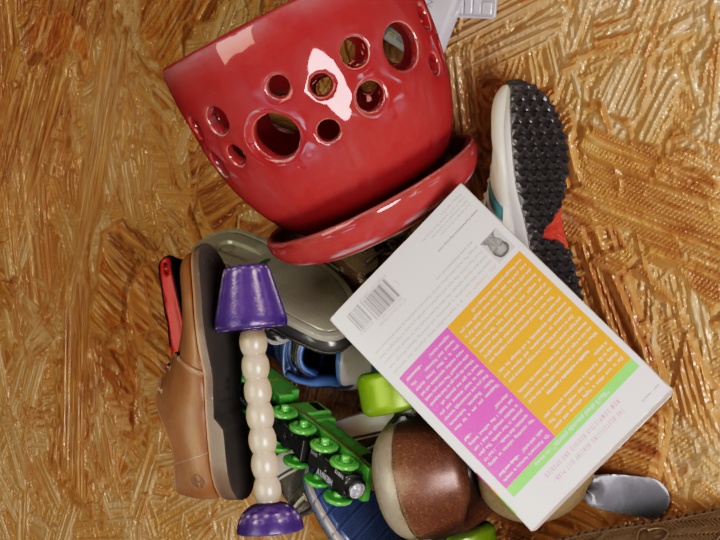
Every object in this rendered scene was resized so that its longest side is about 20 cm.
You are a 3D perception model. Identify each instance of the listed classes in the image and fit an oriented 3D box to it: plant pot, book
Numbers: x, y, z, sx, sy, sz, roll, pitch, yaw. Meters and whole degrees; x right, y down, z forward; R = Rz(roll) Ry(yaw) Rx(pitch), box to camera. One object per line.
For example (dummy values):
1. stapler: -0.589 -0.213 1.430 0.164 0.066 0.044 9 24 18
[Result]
1. plant pot: -0.021 -0.117 1.003 0.200 0.200 0.183 -13 110 48
2. book: 0.092 0.057 0.909 0.134 0.048 0.200 -45 73 3

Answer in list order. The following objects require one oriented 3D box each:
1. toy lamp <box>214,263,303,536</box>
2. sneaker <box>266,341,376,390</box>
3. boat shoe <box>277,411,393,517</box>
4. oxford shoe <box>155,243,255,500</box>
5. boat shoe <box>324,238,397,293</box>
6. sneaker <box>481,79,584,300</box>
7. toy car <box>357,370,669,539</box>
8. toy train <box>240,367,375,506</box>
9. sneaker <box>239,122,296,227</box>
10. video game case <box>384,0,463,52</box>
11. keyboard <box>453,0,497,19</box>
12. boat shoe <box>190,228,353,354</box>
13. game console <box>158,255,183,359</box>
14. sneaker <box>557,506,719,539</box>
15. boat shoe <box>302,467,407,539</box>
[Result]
1. toy lamp: -0.078 0.096 1.011 0.058 0.058 0.201 -8 84 48
2. sneaker: -0.042 0.058 1.156 0.199 0.082 0.074 9 103 49
3. boat shoe: -0.007 0.164 1.143 0.200 0.070 0.064 -37 66 52
4. oxford shoe: -0.131 0.080 1.049 0.071 0.071 0.201 -7 82 22
5. boat shoe: 0.000 0.000 1.111 0.199 0.075 0.072 20 107 44
6. sneaker: 0.104 -0.036 0.989 0.093 0.070 0.201 -7 91 43
7. toy car: 0.119 0.134 0.977 0.199 0.158 0.165 -13 87 19
8. toy train: -0.044 0.128 1.061 0.200 0.056 0.042 32 117 50
9. sneaker: -0.058 -0.094 1.182 0.200 0.082 0.070 -127 16 -54
10. video game case: 0.007 -0.283 1.036 0.200 0.023 0.183 35 131 17
11. keyboard: 0.089 -0.295 1.025 0.056 0.011 0.201 14 105 47
12. boat shoe: -0.065 0.027 1.100 0.200 0.072 0.068 27 135 47
13. game console: -0.120 0.083 1.183 0.031 0.200 0.178 -11 81 11
14. sneaker: 0.222 0.224 0.885 0.199 0.071 0.113 -13 106 30
15. boat shoe: 0.018 0.234 1.081 0.200 0.072 0.072 50 148 7
